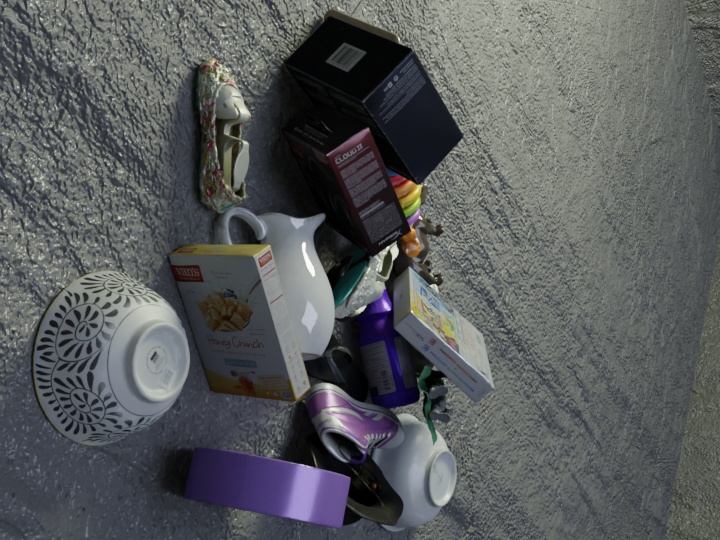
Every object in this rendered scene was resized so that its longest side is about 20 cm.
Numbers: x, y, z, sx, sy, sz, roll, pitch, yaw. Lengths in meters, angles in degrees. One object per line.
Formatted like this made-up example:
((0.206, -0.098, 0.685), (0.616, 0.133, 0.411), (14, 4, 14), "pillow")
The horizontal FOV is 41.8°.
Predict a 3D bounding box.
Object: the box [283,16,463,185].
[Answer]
((0.019, -0.246, 1.356), (0.104, 0.200, 0.182), (-47, 136, -8), "box")

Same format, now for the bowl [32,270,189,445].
((-0.256, 0.101, 1.058), (0.201, 0.094, 0.201), (-2, 92, -56), "bowl")

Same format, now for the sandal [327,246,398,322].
((0.000, -0.001, 1.447), (0.076, 0.043, 0.200), (37, 46, -4), "sandal")

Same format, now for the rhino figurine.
((0.094, -0.072, 1.610), (0.087, 0.060, 0.200), (-2, 91, -34), "rhino figurine")

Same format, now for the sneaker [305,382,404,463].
((0.001, 0.255, 1.413), (0.200, 0.073, 0.114), (28, 25, -37), "sneaker")

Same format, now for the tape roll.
((-0.115, 0.272, 1.175), (0.200, 0.200, 0.066), (31, 64, -52), "tape roll")

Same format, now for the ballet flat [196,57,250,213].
((-0.170, -0.174, 1.212), (0.076, 0.064, 0.200), (-6, 95, -56), "ballet flat")

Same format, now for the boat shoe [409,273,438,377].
((0.091, 0.092, 1.622), (0.072, 0.068, 0.200), (14, 62, -15), "boat shoe")

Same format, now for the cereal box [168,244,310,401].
((-0.151, 0.064, 1.172), (0.040, 0.144, 0.200), (-40, 122, -48), "cereal box")

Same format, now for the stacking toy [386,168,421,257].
((0.060, -0.107, 1.521), (0.116, 0.110, 0.200), (-60, 139, -49), "stacking toy")

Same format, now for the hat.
((-0.030, 0.326, 1.394), (0.081, 0.201, 0.201), (-47, 146, 13), "hat")

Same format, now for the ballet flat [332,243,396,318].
((0.013, 0.004, 1.372), (0.072, 0.072, 0.200), (62, 35, -35), "ballet flat")

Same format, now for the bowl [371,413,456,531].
((0.103, 0.349, 1.608), (0.201, 0.090, 0.201), (-1, 92, -57), "bowl")

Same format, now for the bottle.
((0.037, 0.119, 1.498), (0.065, 0.084, 0.200), (-8, 81, -36), "bottle")

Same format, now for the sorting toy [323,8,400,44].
((0.045, -0.304, 1.435), (0.036, 0.185, 0.200), (-46, 136, -9), "sorting toy")

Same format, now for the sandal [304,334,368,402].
((-0.033, 0.145, 1.439), (0.200, 0.043, 0.076), (46, 53, -47), "sandal")

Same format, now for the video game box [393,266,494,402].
((0.129, 0.098, 1.504), (0.182, 0.047, 0.200), (45, 15, -13), "video game box")

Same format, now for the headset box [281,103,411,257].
((-0.024, -0.138, 1.344), (0.077, 0.149, 0.200), (-35, 126, -13), "headset box")

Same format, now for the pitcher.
((-0.117, 0.017, 1.264), (0.171, 0.121, 0.200), (7, 73, -38), "pitcher")

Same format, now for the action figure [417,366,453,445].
((0.120, 0.196, 1.490), (0.200, 0.055, 0.118), (-33, 120, -85), "action figure")
